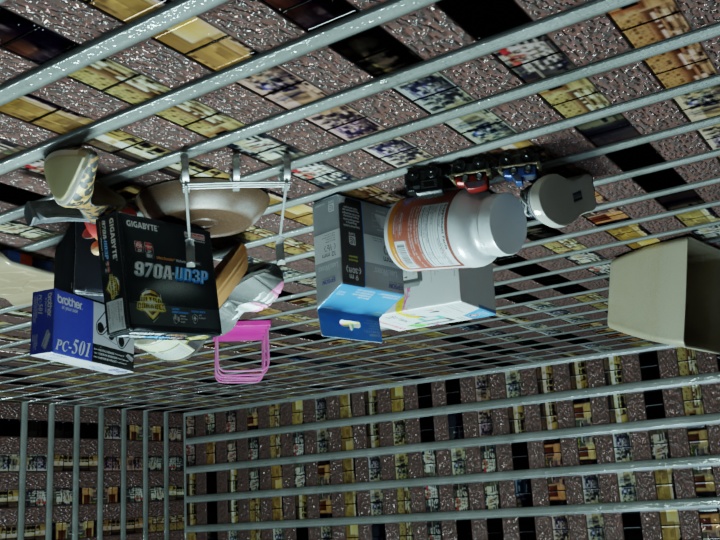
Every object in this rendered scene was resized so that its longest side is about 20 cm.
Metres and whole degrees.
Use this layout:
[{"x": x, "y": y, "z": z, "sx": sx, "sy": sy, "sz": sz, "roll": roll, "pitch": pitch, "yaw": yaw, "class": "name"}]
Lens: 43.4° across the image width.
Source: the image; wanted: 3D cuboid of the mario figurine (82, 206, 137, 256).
[{"x": -0.343, "y": -0.010, "z": 1.328, "sx": 0.106, "sy": 0.202, "sz": 0.123, "roll": -39, "pitch": -158, "yaw": -15, "class": "mario figurine"}]

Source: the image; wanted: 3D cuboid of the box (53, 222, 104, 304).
[{"x": -0.386, "y": 0.010, "z": 1.473, "sx": 0.193, "sy": 0.127, "sz": 0.199, "roll": 3, "pitch": 163, "yaw": -28, "class": "box"}]

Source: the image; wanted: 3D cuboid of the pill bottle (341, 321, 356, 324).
[{"x": 0.033, "y": 0.048, "z": 1.768, "sx": 0.195, "sy": 0.107, "sz": 0.104, "roll": -4, "pitch": 166, "yaw": 3, "class": "pill bottle"}]

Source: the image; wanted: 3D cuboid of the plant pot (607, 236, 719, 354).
[{"x": 0.596, "y": 0.053, "z": 1.781, "sx": 0.175, "sy": 0.204, "sz": 0.198, "roll": -1, "pitch": 171, "yaw": 42, "class": "plant pot"}]

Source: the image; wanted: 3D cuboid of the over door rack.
[{"x": -0.171, "y": -0.088, "z": 1.229, "sx": 0.144, "sy": 0.068, "sz": 0.202, "roll": -2, "pitch": 144, "yaw": -10, "class": "over door rack"}]

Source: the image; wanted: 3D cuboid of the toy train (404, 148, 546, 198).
[{"x": 0.155, "y": -0.128, "z": 1.230, "sx": 0.196, "sy": 0.047, "sz": 0.034, "roll": -8, "pitch": 165, "yaw": 16, "class": "toy train"}]

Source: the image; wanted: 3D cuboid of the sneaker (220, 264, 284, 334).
[{"x": -0.232, "y": 0.038, "z": 1.744, "sx": 0.198, "sy": 0.087, "sz": 0.080, "roll": -31, "pitch": 127, "yaw": 23, "class": "sneaker"}]

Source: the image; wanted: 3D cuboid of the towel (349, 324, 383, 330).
[{"x": 0.067, "y": 0.124, "z": 2.237, "sx": 0.195, "sy": 0.024, "sz": 0.153, "roll": -4, "pitch": 165, "yaw": 4, "class": "towel"}]

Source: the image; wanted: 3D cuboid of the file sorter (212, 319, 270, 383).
[{"x": -0.298, "y": 0.207, "z": 2.261, "sx": 0.136, "sy": 0.128, "sz": 0.200, "roll": 0, "pitch": 166, "yaw": -11, "class": "file sorter"}]

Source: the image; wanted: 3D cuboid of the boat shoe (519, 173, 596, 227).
[{"x": 0.257, "y": -0.094, "z": 1.273, "sx": 0.091, "sy": 0.076, "sz": 0.198, "roll": -10, "pitch": 180, "yaw": 36, "class": "boat shoe"}]

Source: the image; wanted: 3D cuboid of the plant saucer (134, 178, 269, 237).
[{"x": -0.231, "y": -0.085, "z": 1.328, "sx": 0.196, "sy": 0.037, "sz": 0.201, "roll": -3, "pitch": 165, "yaw": -1, "class": "plant saucer"}]

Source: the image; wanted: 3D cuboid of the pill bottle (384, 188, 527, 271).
[{"x": 0.136, "y": -0.059, "z": 1.301, "sx": 0.111, "sy": 0.115, "sz": 0.198, "roll": 10, "pitch": 171, "yaw": -42, "class": "pill bottle"}]

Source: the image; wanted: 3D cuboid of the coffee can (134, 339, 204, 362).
[{"x": -0.382, "y": 0.087, "z": 1.728, "sx": 0.143, "sy": 0.150, "sz": 0.200, "roll": -4, "pitch": 166, "yaw": 4, "class": "coffee can"}]

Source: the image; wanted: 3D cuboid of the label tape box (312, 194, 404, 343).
[{"x": 0.000, "y": 0.000, "z": 1.374, "sx": 0.065, "sy": 0.204, "sz": 0.142, "roll": -18, "pitch": 160, "yaw": 41, "class": "label tape box"}]

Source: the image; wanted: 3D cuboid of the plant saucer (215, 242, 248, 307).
[{"x": -0.251, "y": 0.041, "z": 1.519, "sx": 0.037, "sy": 0.202, "sz": 0.200, "roll": 39, "pitch": 152, "yaw": -12, "class": "plant saucer"}]

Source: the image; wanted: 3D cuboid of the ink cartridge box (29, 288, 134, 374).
[{"x": -0.417, "y": 0.096, "z": 1.374, "sx": 0.043, "sy": 0.096, "sz": 0.200, "roll": -8, "pitch": 164, "yaw": 20, "class": "ink cartridge box"}]

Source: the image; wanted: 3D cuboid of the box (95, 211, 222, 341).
[{"x": -0.278, "y": 0.014, "z": 1.264, "sx": 0.045, "sy": 0.162, "sz": 0.199, "roll": -14, "pitch": 167, "yaw": 27, "class": "box"}]

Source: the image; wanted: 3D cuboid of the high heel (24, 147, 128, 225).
[{"x": -0.336, "y": -0.114, "z": 1.166, "sx": 0.141, "sy": 0.073, "sz": 0.199, "roll": -12, "pitch": 168, "yaw": -42, "class": "high heel"}]

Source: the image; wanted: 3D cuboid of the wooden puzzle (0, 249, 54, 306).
[{"x": -0.615, "y": 0.007, "z": 1.580, "sx": 0.182, "sy": 0.047, "sz": 0.199, "roll": -11, "pitch": 159, "yaw": 24, "class": "wooden puzzle"}]

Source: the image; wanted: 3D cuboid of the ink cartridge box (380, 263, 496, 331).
[{"x": 0.110, "y": 0.010, "z": 1.550, "sx": 0.197, "sy": 0.149, "sz": 0.146, "roll": -12, "pitch": 163, "yaw": 31, "class": "ink cartridge box"}]
